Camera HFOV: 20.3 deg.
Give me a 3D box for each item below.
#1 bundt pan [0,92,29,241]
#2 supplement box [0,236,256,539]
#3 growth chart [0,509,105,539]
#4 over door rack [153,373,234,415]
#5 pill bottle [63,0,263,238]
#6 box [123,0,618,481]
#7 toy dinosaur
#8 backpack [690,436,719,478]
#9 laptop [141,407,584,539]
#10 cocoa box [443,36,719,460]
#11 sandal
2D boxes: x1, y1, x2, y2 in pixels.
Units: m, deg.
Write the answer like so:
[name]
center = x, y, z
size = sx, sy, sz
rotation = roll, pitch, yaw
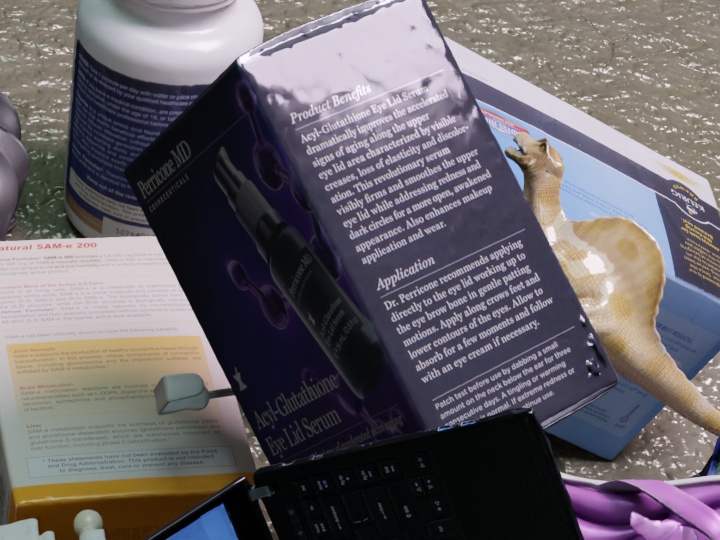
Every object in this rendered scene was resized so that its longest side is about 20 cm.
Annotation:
[bundt pan]
center = -0.280, -0.077, 1.160
size = 0.201, 0.076, 0.202
rotation = 21, 43, -21
[supplement box]
center = -0.137, 0.072, 1.061
size = 0.126, 0.074, 0.200
rotation = -2, 41, -17
[growth chart]
center = -0.200, 0.173, 0.905
size = 0.199, 0.018, 0.145
rotation = -13, 41, 9
[over door rack]
center = -0.005, 0.118, 0.986
size = 0.200, 0.067, 0.148
rotation = -4, 74, -28
[pill bottle]
center = -0.117, -0.114, 1.199
size = 0.111, 0.200, 0.111
rotation = 7, 38, -5
[box]
center = 0.000, 0.000, 0.904
size = 0.104, 0.148, 0.200
rotation = -25, 85, -31
[toy dinosaur]
center = 0.109, 0.025, 0.974
size = 0.200, 0.101, 0.058
rotation = 56, 9, 11
[backpack]
center = 0.221, 0.185, 0.965
size = 0.182, 0.135, 0.200
rotation = 20, 41, 12
[laptop]
center = -0.002, 0.172, 0.803
size = 0.200, 0.178, 0.103
rotation = -14, 18, 22
[cocoa box]
center = 0.094, -0.010, 1.125
size = 0.200, 0.133, 0.131
rotation = 25, 33, -24
[sandal]
center = 0.123, 0.128, 0.914
size = 0.202, 0.050, 0.083
rotation = 3, 76, 21
